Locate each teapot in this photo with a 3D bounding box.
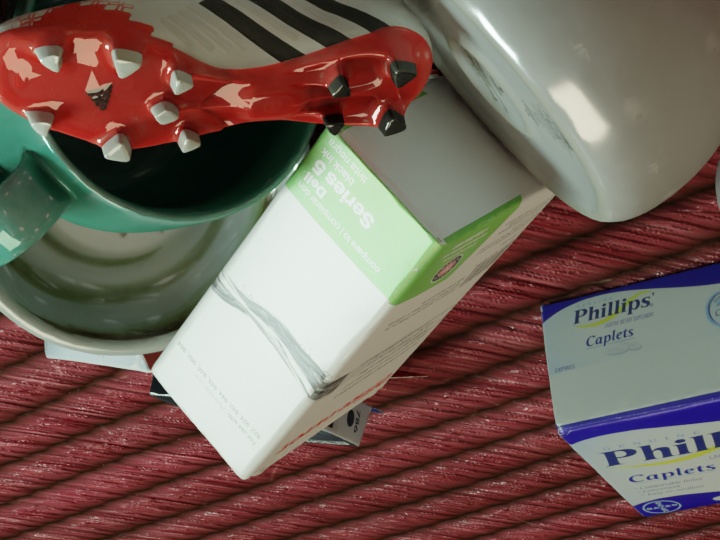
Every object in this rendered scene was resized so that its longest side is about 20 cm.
[{"bbox_3d":[0.109,-0.132,0.744,0.146,0.198,0.200,-41,173,-1],"label":"teapot"}]

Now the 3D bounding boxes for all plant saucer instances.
[{"bbox_3d":[-0.128,-0.053,0.906,0.199,0.050,0.201,-8,112,-19],"label":"plant saucer"}]

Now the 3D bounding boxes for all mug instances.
[{"bbox_3d":[-0.122,-0.090,0.783,0.185,0.153,0.114,-13,-175,-30],"label":"mug"}]

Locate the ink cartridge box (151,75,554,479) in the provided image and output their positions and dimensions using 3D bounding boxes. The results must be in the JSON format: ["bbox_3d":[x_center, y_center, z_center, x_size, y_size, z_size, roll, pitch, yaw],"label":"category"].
[{"bbox_3d":[0.000,0.000,0.862,0.145,0.084,0.200,-29,163,-52],"label":"ink cartridge box"}]

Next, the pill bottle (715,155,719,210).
[{"bbox_3d":[0.299,-0.019,0.981,0.119,0.120,0.200,-16,148,26],"label":"pill bottle"}]

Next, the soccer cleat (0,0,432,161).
[{"bbox_3d":[-0.066,-0.099,0.717,0.199,0.085,0.069,-4,140,-17],"label":"soccer cleat"}]

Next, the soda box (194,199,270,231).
[{"bbox_3d":[-0.126,-0.033,1.001,0.199,0.064,0.068,-7,151,10],"label":"soda box"}]

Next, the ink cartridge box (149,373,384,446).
[{"bbox_3d":[-0.064,0.099,1.215,0.099,0.039,0.200,2,166,25],"label":"ink cartridge box"}]

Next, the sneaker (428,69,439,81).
[{"bbox_3d":[0.064,-0.068,0.923,0.199,0.082,0.078,-14,150,25],"label":"sneaker"}]

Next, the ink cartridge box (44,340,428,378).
[{"bbox_3d":[-0.080,0.038,1.030,0.162,0.057,0.200,0,179,-38],"label":"ink cartridge box"}]

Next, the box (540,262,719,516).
[{"bbox_3d":[0.253,0.088,1.194,0.183,0.105,0.200,-15,148,23],"label":"box"}]

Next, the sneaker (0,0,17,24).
[{"bbox_3d":[-0.147,-0.160,0.671,0.075,0.116,0.200,8,152,-19],"label":"sneaker"}]
